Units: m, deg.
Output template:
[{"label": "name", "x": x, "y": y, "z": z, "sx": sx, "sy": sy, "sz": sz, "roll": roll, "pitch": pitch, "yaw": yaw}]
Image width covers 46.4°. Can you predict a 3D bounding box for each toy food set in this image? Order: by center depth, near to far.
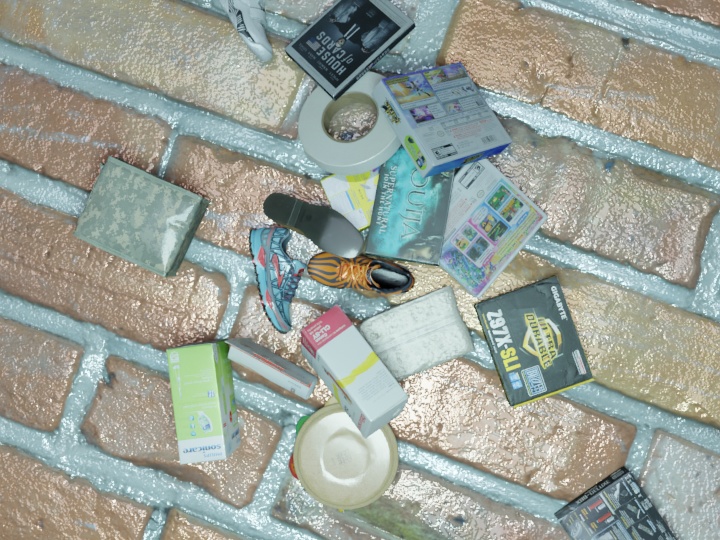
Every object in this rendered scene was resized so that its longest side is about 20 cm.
[{"label": "toy food set", "x": -0.030, "y": 0.335, "z": 1.530, "sx": 0.198, "sy": 0.049, "sz": 0.200, "roll": -38, "pitch": 88, "yaw": 1}]

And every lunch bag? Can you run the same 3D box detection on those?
[{"label": "lunch bag", "x": -0.401, "y": -0.098, "z": 1.525, "sx": 0.199, "sy": 0.118, "sz": 0.165, "roll": 25, "pitch": 91, "yaw": -2}]

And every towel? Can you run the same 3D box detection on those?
[{"label": "towel", "x": 0.097, "y": 0.123, "z": 1.538, "sx": 0.199, "sy": 0.034, "sz": 0.133, "roll": -22, "pitch": 89, "yaw": 3}]

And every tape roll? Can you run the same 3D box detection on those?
[{"label": "tape roll", "x": -0.015, "y": -0.267, "z": 1.513, "sx": 0.202, "sy": 0.037, "sz": 0.204, "roll": -6, "pitch": 66, "yaw": 13}]

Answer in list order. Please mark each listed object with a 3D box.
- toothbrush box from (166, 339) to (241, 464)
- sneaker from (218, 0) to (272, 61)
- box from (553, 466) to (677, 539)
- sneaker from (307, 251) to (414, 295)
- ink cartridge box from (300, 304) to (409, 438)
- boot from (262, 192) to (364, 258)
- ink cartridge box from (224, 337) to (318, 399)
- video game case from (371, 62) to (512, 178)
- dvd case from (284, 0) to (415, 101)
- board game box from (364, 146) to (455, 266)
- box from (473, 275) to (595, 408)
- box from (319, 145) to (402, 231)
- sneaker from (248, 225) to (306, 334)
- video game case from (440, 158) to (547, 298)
[{"label": "toothbrush box", "x": -0.276, "y": 0.229, "z": 1.495, "sx": 0.086, "sy": 0.146, "sz": 0.201, "roll": -6, "pitch": 87, "yaw": 2}, {"label": "sneaker", "x": -0.191, "y": -0.492, "z": 1.546, "sx": 0.115, "sy": 0.075, "sz": 0.200, "roll": -32, "pitch": 84, "yaw": 4}, {"label": "box", "x": 0.469, "y": 0.480, "z": 1.503, "sx": 0.157, "sy": 0.050, "sz": 0.200, "roll": -35, "pitch": 87, "yaw": 1}, {"label": "sneaker", "x": 0.000, "y": 0.000, "z": 1.506, "sx": 0.199, "sy": 0.112, "sz": 0.078, "roll": 6, "pitch": 88, "yaw": 3}, {"label": "ink cartridge box", "x": -0.015, "y": 0.179, "z": 1.460, "sx": 0.083, "sy": 0.145, "sz": 0.200, "roll": -34, "pitch": 74, "yaw": -16}, {"label": "boot", "x": -0.077, "y": -0.080, "z": 1.521, "sx": 0.200, "sy": 0.075, "sz": 0.074, "roll": 27, "pitch": 86, "yaw": 14}, {"label": "ink cartridge box", "x": -0.158, "y": 0.175, "z": 1.464, "sx": 0.162, "sy": 0.200, "sz": 0.050, "roll": 28, "pitch": 90, "yaw": 3}, {"label": "video game case", "x": 0.144, "y": -0.267, "z": 1.474, "sx": 0.200, "sy": 0.045, "sz": 0.182, "roll": -20, "pitch": 75, "yaw": -35}, {"label": "dvd case", "x": -0.021, "y": -0.424, "z": 1.537, "sx": 0.200, "sy": 0.025, "sz": 0.150, "roll": -43, "pitch": 68, "yaw": -2}, {"label": "board game box", "x": 0.091, "y": -0.116, "z": 1.490, "sx": 0.135, "sy": 0.028, "sz": 0.201, "roll": 9, "pitch": 83, "yaw": 8}, {"label": "box", "x": 0.312, "y": 0.128, "z": 1.522, "sx": 0.159, "sy": 0.049, "sz": 0.201, "roll": -19, "pitch": 88, "yaw": 4}, {"label": "box", "x": 0.039, "y": -0.153, "z": 1.542, "sx": 0.199, "sy": 0.048, "sz": 0.118, "roll": -23, "pitch": 87, "yaw": 3}, {"label": "sneaker", "x": -0.142, "y": 0.014, "z": 1.529, "sx": 0.095, "sy": 0.079, "sz": 0.201, "roll": -13, "pitch": 88, "yaw": 0}, {"label": "video game case", "x": 0.211, "y": -0.082, "z": 1.525, "sx": 0.182, "sy": 0.024, "sz": 0.200, "roll": 41, "pitch": 88, "yaw": -9}]
